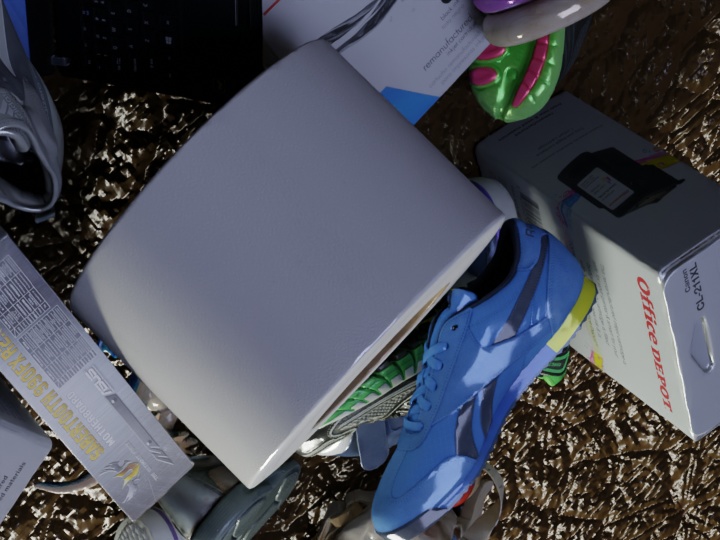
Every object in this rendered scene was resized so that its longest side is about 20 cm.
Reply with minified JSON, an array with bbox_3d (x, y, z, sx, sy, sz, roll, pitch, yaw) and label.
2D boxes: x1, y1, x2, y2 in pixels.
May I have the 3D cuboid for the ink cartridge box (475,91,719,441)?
[{"bbox_3d":[0.175,-0.005,1.260,0.082,0.200,0.147,-31,130,-17],"label":"ink cartridge box"}]

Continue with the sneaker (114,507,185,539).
[{"bbox_3d":[-0.096,0.210,1.280,0.114,0.073,0.202,-29,139,-24],"label":"sneaker"}]

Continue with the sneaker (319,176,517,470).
[{"bbox_3d":[0.011,0.032,1.243,0.145,0.081,0.202,1,119,-41],"label":"sneaker"}]

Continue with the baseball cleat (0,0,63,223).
[{"bbox_3d":[-0.199,-0.113,0.953,0.069,0.107,0.201,-32,121,2],"label":"baseball cleat"}]

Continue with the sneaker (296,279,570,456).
[{"bbox_3d":[0.045,0.070,1.190,0.198,0.078,0.086,-22,106,-13],"label":"sneaker"}]

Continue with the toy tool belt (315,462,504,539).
[{"bbox_3d":[0.038,0.189,1.343,0.201,0.124,0.123,-63,165,18],"label":"toy tool belt"}]

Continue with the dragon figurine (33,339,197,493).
[{"bbox_3d":[-0.120,0.053,1.175,0.200,0.100,0.059,-43,136,18],"label":"dragon figurine"}]

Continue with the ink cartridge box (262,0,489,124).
[{"bbox_3d":[-0.021,-0.168,1.116,0.116,0.068,0.200,-47,132,-4],"label":"ink cartridge box"}]

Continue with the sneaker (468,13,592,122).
[{"bbox_3d":[0.119,-0.189,1.215,0.202,0.076,0.084,-65,173,-1],"label":"sneaker"}]

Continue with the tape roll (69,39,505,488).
[{"bbox_3d":[-0.037,-0.003,1.034,0.203,0.139,0.203,-47,175,-5],"label":"tape roll"}]

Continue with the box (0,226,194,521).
[{"bbox_3d":[-0.187,0.027,1.046,0.048,0.158,0.201,-41,132,-9],"label":"box"}]

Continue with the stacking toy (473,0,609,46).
[{"bbox_3d":[0.075,-0.235,1.110,0.085,0.085,0.202,-28,103,-19],"label":"stacking toy"}]

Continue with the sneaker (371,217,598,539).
[{"bbox_3d":[0.054,0.061,1.125,0.078,0.066,0.201,39,81,-23],"label":"sneaker"}]

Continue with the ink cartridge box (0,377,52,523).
[{"bbox_3d":[-0.281,0.056,1.003,0.199,0.144,0.085,31,96,-42],"label":"ink cartridge box"}]

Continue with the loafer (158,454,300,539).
[{"bbox_3d":[-0.085,0.133,1.202,0.072,0.063,0.200,-52,173,1],"label":"loafer"}]

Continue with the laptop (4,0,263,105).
[{"bbox_3d":[-0.159,-0.161,0.996,0.103,0.198,0.179,-51,148,-54],"label":"laptop"}]
